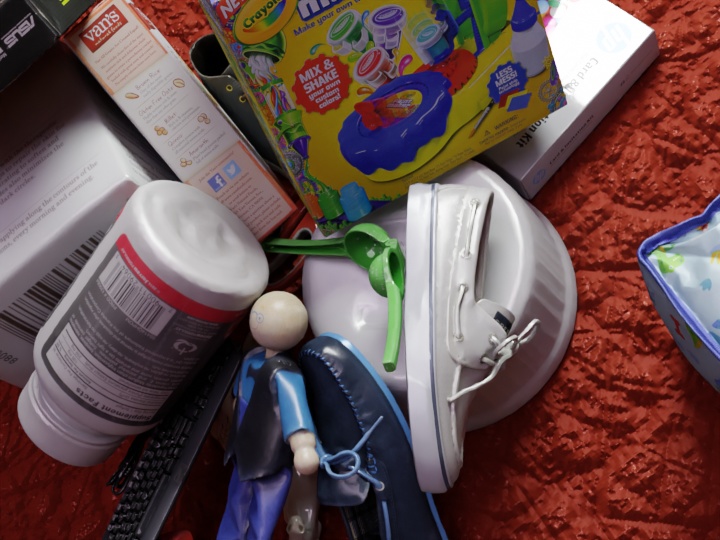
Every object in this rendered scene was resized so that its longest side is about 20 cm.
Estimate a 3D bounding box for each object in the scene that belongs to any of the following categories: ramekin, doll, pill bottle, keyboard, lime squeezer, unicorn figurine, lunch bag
[{"bbox_3d":[0.053,0.012,0.847,0.198,0.098,0.203,-8,68,20],"label":"ramekin"},{"bbox_3d":[-0.064,0.115,0.762,0.136,0.048,0.203,13,93,64],"label":"doll"},{"bbox_3d":[-0.160,0.044,0.805,0.200,0.110,0.111,-50,58,25],"label":"pill bottle"},{"bbox_3d":[-0.152,0.136,0.847,0.127,0.020,0.202,9,71,63],"label":"keyboard"},{"bbox_3d":[0.000,0.000,0.775,0.070,0.038,0.200,-16,31,-21],"label":"lime squeezer"},{"bbox_3d":[-0.061,0.134,0.856,0.200,0.073,0.139,39,125,55],"label":"unicorn figurine"},{"bbox_3d":[0.278,0.053,0.695,0.127,0.170,0.201,-37,61,10],"label":"lunch bag"}]

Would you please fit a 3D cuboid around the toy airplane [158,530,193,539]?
[{"bbox_3d":[-0.138,0.312,0.793,0.199,0.140,0.201,43,109,40],"label":"toy airplane"}]

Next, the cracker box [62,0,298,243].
[{"bbox_3d":[-0.133,-0.113,0.871,0.058,0.134,0.200,-40,102,0],"label":"cracker box"}]

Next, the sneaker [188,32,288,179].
[{"bbox_3d":[-0.055,-0.126,0.924,0.198,0.106,0.075,19,67,32],"label":"sneaker"}]

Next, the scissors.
[{"bbox_3d":[-0.023,-0.066,0.956,0.200,0.014,0.073,-46,53,-1],"label":"scissors"}]

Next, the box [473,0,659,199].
[{"bbox_3d":[0.112,-0.175,0.921,0.156,0.041,0.200,-47,62,-1],"label":"box"}]

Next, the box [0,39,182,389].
[{"bbox_3d":[-0.230,-0.026,0.917,0.198,0.200,0.172,-38,57,6],"label":"box"}]

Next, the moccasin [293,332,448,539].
[{"bbox_3d":[0.003,0.142,0.780,0.068,0.080,0.202,-28,96,-28],"label":"moccasin"}]

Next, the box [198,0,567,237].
[{"bbox_3d":[0.009,-0.168,0.791,0.199,0.194,0.122,-29,36,-3],"label":"box"}]

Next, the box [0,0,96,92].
[{"bbox_3d":[-0.270,-0.154,0.829,0.199,0.048,0.194,-35,19,19],"label":"box"}]

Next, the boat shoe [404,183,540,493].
[{"bbox_3d":[0.073,0.040,0.739,0.085,0.075,0.204,-2,70,8],"label":"boat shoe"}]
